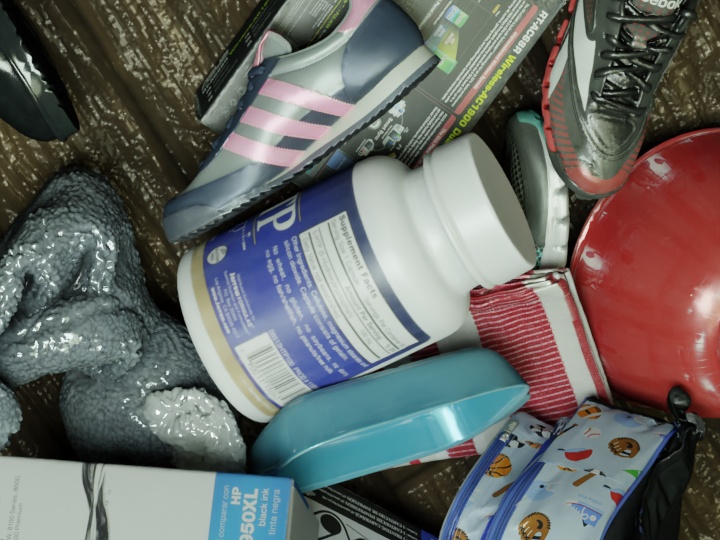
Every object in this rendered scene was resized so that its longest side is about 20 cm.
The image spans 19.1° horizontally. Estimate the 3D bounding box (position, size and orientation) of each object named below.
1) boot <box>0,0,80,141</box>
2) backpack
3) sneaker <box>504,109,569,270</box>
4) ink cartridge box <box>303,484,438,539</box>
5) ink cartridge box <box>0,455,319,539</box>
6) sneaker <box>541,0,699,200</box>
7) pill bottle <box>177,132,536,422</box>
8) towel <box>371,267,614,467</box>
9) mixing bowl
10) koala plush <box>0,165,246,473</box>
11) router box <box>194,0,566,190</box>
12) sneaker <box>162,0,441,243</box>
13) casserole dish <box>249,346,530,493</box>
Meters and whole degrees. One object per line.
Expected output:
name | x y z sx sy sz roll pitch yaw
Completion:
boot | -0.286 -0.128 1.303 0.162 0.073 0.199 -33 105 2
backpack | 0.128 0.190 1.355 0.153 0.191 0.202 8 119 20
sneaker | 0.089 -0.007 1.410 0.090 0.078 0.202 1 110 -5
ink cartridge box | 0.021 0.211 1.430 0.199 0.094 0.044 29 123 -19
ink cartridge box | -0.132 0.169 1.287 0.198 0.145 0.085 4 74 6
sneaker | 0.162 -0.144 1.325 0.070 0.098 0.202 11 89 -14
pill bottle | 0.000 0.000 1.305 0.199 0.120 0.120 -26 113 15
towel | 0.059 0.071 1.413 0.198 0.023 0.145 -11 127 17
mixing bowl | 0.244 0.018 1.397 0.198 0.108 0.202 -9 114 -21
koala plush | -0.156 0.058 1.342 0.199 0.177 0.184 36 90 -12
router box | 0.011 -0.140 1.350 0.149 0.062 0.201 33 103 -18
sneaker | -0.051 -0.097 1.297 0.199 0.070 0.082 -36 91 7
casserole dish | 0.013 0.093 1.338 0.199 0.121 0.039 -13 72 -27
